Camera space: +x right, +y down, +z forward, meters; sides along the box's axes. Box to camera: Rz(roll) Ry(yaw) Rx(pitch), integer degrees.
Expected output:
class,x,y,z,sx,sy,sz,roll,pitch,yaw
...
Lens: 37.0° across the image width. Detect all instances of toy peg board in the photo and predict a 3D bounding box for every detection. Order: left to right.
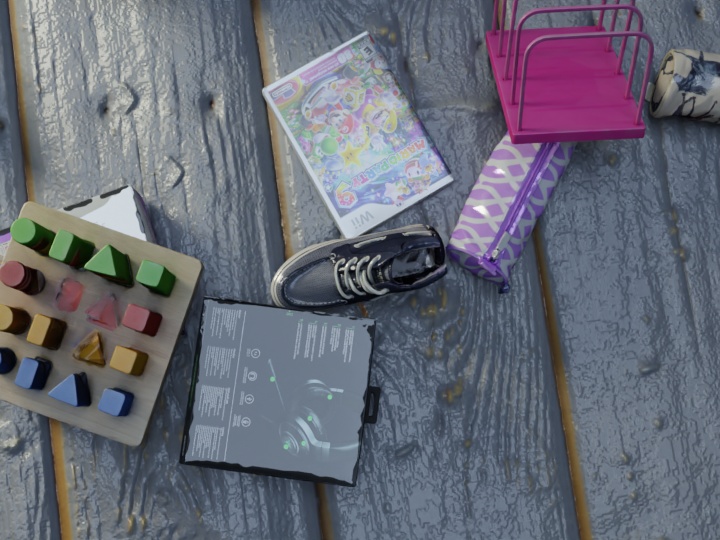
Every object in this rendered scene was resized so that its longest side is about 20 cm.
class,x,y,z,sx,sy,sz,roll,pitch,yaw
toy peg board,-0.285,0.049,1.069,0.198,0.098,0.201,19,83,2

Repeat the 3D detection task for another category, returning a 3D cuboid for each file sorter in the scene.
class,x,y,z,sx,sy,sz,roll,pitch,yaw
file sorter,0.217,-0.246,1.130,0.137,0.126,0.201,-3,43,-2

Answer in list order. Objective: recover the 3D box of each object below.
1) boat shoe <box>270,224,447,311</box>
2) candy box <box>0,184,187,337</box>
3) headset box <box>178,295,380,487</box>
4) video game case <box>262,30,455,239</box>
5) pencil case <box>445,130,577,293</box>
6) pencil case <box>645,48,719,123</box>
class,x,y,z,sx,sy,sz,roll,pitch,yaw
boat shoe,0.000,0.000,1.149,0.198,0.093,0.076,-20,100,-4
candy box,-0.308,0.023,1.158,0.198,0.072,0.170,-19,82,-3
headset box,-0.077,0.129,1.136,0.197,0.093,0.177,7,81,0
video game case,-0.003,-0.152,1.215,0.142,0.018,0.201,-29,84,-5
pencil case,0.166,-0.082,1.174,0.083,0.085,0.202,27,81,-4
pencil case,0.421,-0.194,1.195,0.197,0.090,0.079,9,76,2
